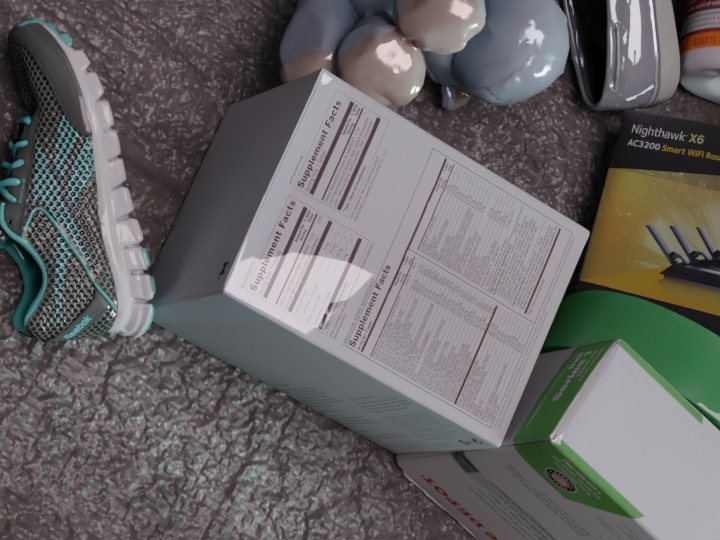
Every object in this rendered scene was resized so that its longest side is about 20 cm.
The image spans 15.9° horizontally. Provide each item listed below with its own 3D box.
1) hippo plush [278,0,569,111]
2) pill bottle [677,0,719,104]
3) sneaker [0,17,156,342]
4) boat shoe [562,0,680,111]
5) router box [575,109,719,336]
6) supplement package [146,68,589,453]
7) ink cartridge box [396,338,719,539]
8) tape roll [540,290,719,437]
[{"bbox_3d":[0.037,-0.148,1.619,0.161,0.200,0.160,35,78,-44],"label":"hippo plush"},{"bbox_3d":[0.284,-0.215,1.744,0.114,0.114,0.201,15,80,-23],"label":"pill bottle"},{"bbox_3d":[-0.187,-0.049,1.535,0.091,0.078,0.201,-15,90,-21],"label":"sneaker"},{"bbox_3d":[0.157,-0.203,1.709,0.071,0.070,0.202,-14,94,-29],"label":"boat shoe"},{"bbox_3d":[0.250,-0.009,1.679,0.199,0.052,0.158,11,76,21],"label":"router box"},{"bbox_3d":[0.000,0.000,1.572,0.199,0.152,0.151,30,73,-20],"label":"supplement package"},{"bbox_3d":[0.135,0.125,1.599,0.146,0.200,0.084,43,67,-16],"label":"ink cartridge box"},{"bbox_3d":[0.196,0.095,1.628,0.200,0.200,0.048,42,68,-16],"label":"tape roll"}]
